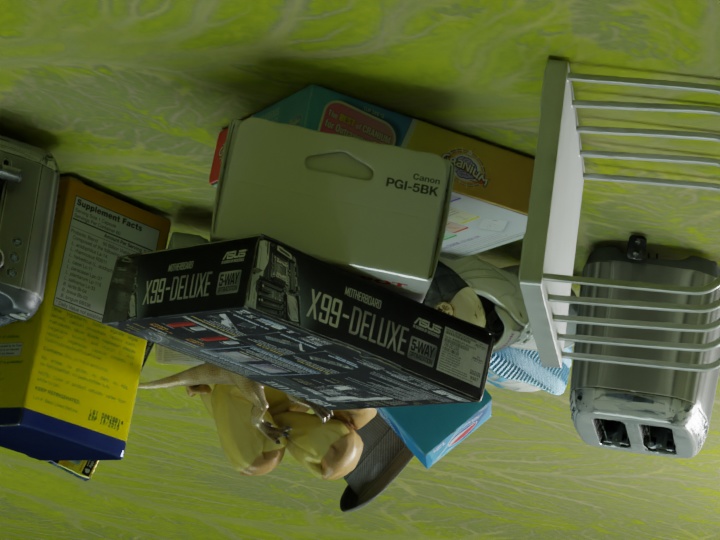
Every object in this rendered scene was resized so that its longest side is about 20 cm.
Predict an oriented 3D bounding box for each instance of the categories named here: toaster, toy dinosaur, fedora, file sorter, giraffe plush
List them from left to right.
[{"bbox_3d":[-0.299,-0.027,1.715,0.114,0.129,0.200,18,163,-24],"label":"toaster"},{"bbox_3d":[-0.078,0.078,1.777,0.200,0.058,0.101,-19,119,45],"label":"toy dinosaur"},{"bbox_3d":[-0.089,0.103,2.047,0.200,0.173,0.162,20,168,-5],"label":"giraffe plush"},{"bbox_3d":[0.014,0.131,2.125,0.090,0.177,0.200,40,-176,0],"label":"fedora"},{"bbox_3d":[0.173,-0.026,1.425,0.124,0.139,0.200,5,164,10],"label":"file sorter"},{"bbox_3d":[0.216,0.063,1.740,0.114,0.129,0.200,7,165,10],"label":"toaster"}]

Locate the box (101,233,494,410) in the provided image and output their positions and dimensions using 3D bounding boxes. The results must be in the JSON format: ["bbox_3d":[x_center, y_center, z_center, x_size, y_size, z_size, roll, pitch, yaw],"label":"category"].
[{"bbox_3d":[-0.040,0.038,1.483,0.200,0.050,0.158,23,162,-35],"label":"box"}]

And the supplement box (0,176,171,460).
[{"bbox_3d":[-0.239,0.040,1.816,0.109,0.200,0.109,-5,159,44],"label":"supplement box"}]

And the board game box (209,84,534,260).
[{"bbox_3d":[0.019,-0.063,1.574,0.200,0.040,0.153,17,164,-24],"label":"board game box"}]

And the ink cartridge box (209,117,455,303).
[{"bbox_3d":[-0.025,-0.020,1.518,0.147,0.083,0.200,11,165,-1],"label":"ink cartridge box"}]

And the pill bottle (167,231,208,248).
[{"bbox_3d":[-0.060,0.029,1.831,0.200,0.112,0.112,13,165,-8],"label":"pill bottle"}]

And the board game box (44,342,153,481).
[{"bbox_3d":[-0.283,0.052,1.988,0.200,0.200,0.062,27,161,-8],"label":"board game box"}]

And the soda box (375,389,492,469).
[{"bbox_3d":[0.010,0.049,1.729,0.200,0.068,0.064,49,172,13],"label":"soda box"}]

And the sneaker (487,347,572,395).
[{"bbox_3d":[0.102,0.057,1.900,0.081,0.077,0.200,4,162,30],"label":"sneaker"}]

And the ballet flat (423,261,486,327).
[{"bbox_3d":[0.000,0.000,1.669,0.200,0.066,0.057,29,-179,17],"label":"ballet flat"}]

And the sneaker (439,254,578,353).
[{"bbox_3d":[0.103,0.036,1.756,0.200,0.100,0.075,22,122,-41],"label":"sneaker"}]
